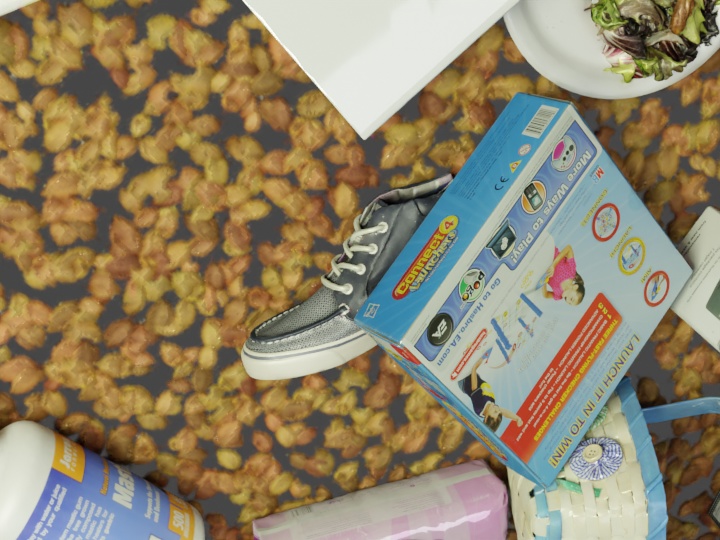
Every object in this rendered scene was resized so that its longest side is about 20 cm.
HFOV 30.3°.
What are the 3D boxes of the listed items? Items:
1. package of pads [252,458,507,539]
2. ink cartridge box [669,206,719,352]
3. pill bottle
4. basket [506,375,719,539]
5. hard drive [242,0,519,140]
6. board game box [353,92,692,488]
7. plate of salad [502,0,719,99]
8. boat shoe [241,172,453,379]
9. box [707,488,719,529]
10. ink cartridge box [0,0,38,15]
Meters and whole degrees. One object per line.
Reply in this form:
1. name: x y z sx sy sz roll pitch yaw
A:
1. package of pads: 0.022 0.229 1.038 0.198 0.076 0.121 -13 114 -9
2. ink cartridge box: 0.327 0.051 0.971 0.145 0.200 0.084 29 103 -25
3. pill bottle: -0.217 0.174 0.926 0.199 0.112 0.112 34 101 -26
4. basket: 0.214 0.168 1.008 0.198 0.177 0.140 -3 123 -4
5. hard drive: 0.034 -0.201 0.857 0.200 0.025 0.132 -41 100 6
6. board game box: 0.120 0.016 0.928 0.200 0.056 0.196 -53 128 -11
7. plate of salad: 0.189 -0.211 0.903 0.198 0.048 0.202 -6 114 -13
8. boat shoe: 0.000 0.000 0.937 0.199 0.075 0.093 -22 114 -15
9. box: 0.408 0.151 1.126 0.159 0.044 0.201 16 108 -20
10. ink cartridge box: -0.208 -0.219 0.744 0.199 0.129 0.126 -22 117 -4
